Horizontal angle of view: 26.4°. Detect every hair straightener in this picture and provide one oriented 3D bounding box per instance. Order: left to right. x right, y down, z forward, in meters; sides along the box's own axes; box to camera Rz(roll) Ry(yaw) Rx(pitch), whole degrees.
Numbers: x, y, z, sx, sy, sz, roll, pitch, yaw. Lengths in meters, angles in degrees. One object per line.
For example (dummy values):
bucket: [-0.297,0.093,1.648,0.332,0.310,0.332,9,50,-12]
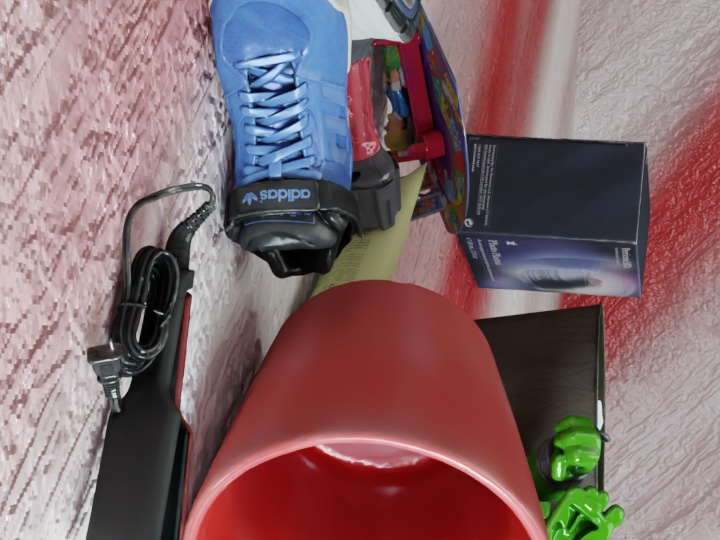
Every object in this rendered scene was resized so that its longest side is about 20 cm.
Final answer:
hair straightener: [-0.093,0.044,0.694,0.077,0.040,0.203,69,27,-61]

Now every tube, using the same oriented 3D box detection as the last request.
tube: [0.000,0.000,1.054,0.201,0.057,0.052,-71,164,-49]

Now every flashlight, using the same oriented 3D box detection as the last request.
flashlight: [-0.003,-0.117,0.998,0.068,0.067,0.202,-73,160,-51]

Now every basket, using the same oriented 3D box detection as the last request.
basket: [0.067,0.106,1.053,0.137,0.197,0.182,-74,160,-53]

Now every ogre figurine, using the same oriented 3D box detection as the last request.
ogre figurine: [0.104,0.189,0.923,0.120,0.097,0.203,-179,-104,-73]

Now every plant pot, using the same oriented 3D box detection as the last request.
plant pot: [0.008,0.112,0.869,0.178,0.197,0.203,-84,170,-55]

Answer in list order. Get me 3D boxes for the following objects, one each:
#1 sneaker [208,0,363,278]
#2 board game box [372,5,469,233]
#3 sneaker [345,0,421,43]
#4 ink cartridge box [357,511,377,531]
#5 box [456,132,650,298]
sneaker: [-0.039,-0.072,0.822,0.201,0.076,0.113,84,5,-59]
board game box: [0.033,-0.125,1.157,0.159,0.038,0.202,90,-17,-53]
sneaker: [-0.042,-0.187,0.807,0.201,0.086,0.075,55,39,-41]
ink cartridge box: [0.025,0.247,1.032,0.147,0.082,0.200,59,5,16]
box: [0.218,-0.057,1.702,0.200,0.195,0.125,56,39,-69]
